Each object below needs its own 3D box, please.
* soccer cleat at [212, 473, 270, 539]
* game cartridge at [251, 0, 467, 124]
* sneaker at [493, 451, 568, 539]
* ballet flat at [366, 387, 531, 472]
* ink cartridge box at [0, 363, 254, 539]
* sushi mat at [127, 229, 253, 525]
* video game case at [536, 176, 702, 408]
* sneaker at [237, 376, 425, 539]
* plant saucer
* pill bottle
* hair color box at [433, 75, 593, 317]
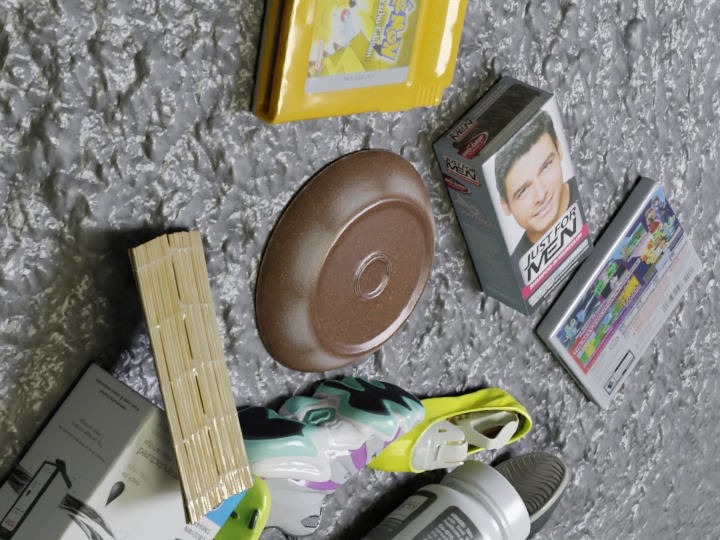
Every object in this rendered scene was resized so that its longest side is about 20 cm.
[{"bbox_3d":[-0.129,0.241,1.210,0.201,0.065,0.084,-61,168,15],"label":"soccer cleat"},{"bbox_3d":[0.011,-0.204,1.131,0.199,0.032,0.177,-12,121,-43],"label":"game cartridge"},{"bbox_3d":[0.140,0.277,1.542,0.200,0.075,0.106,-40,143,-12],"label":"sneaker"},{"bbox_3d":[0.088,0.153,1.403,0.199,0.067,0.067,-11,120,-44],"label":"ballet flat"},{"bbox_3d":[-0.194,0.193,1.099,0.200,0.084,0.146,-55,142,-9],"label":"ink cartridge box"},{"bbox_3d":[-0.121,0.072,1.071,0.096,0.012,0.201,-17,96,-64],"label":"sushi mat"},{"bbox_3d":[0.277,0.027,1.576,0.200,0.023,0.182,-54,141,-9],"label":"video game case"},{"bbox_3d":[-0.037,0.174,1.277,0.199,0.078,0.141,-8,120,-35],"label":"sneaker"},{"bbox_3d":[0.000,0.000,1.239,0.200,0.037,0.201,-27,131,-37],"label":"plant saucer"},{"bbox_3d":[0.061,0.276,1.410,0.200,0.114,0.114,-36,135,-28],"label":"pill bottle"},{"bbox_3d":[0.141,-0.064,1.337,0.099,0.061,0.200,-44,138,-20],"label":"hair color box"}]
